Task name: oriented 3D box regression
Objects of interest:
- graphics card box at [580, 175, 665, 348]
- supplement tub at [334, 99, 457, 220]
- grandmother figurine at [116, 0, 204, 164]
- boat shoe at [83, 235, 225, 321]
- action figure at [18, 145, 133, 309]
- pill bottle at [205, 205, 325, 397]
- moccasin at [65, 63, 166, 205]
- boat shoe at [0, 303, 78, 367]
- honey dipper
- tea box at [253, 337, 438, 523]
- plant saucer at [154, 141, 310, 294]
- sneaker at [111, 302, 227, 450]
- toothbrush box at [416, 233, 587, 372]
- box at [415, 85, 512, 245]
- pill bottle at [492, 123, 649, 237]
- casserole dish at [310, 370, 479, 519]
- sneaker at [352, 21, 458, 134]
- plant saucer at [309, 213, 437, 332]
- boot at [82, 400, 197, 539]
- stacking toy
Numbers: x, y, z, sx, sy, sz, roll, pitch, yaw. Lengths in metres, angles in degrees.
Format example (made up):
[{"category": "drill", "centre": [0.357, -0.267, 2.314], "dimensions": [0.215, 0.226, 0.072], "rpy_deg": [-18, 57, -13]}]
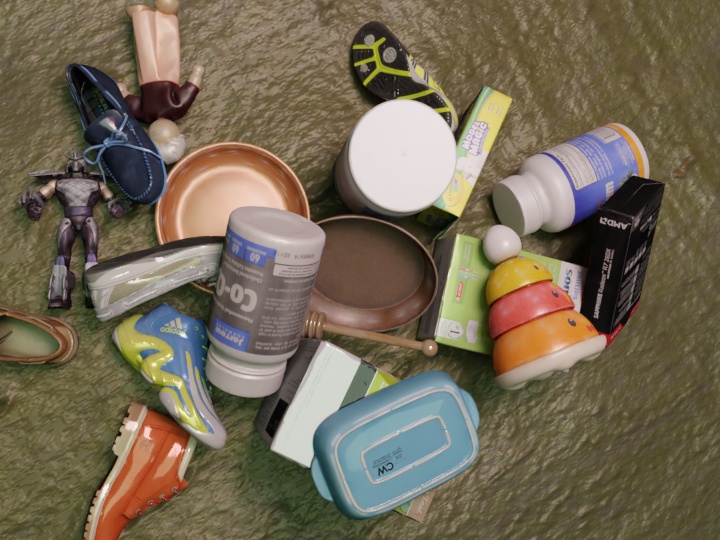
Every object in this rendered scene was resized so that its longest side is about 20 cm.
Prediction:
[{"category": "graphics card box", "centre": [0.351, -0.013, 0.978], "dimensions": [0.125, 0.051, 0.202], "rpy_deg": [-35, 136, -41]}, {"category": "supplement tub", "centre": [0.037, -0.129, 0.904], "dimensions": [0.130, 0.200, 0.134], "rpy_deg": [0, 91, -6]}, {"category": "grandmother figurine", "centre": [-0.258, -0.233, 0.917], "dimensions": [0.120, 0.060, 0.202], "rpy_deg": [-10, 85, 19]}, {"category": "boat shoe", "centre": [-0.222, 0.003, 0.867], "dimensions": [0.200, 0.074, 0.065], "rpy_deg": [-18, 108, -28]}, {"category": "action figure", "centre": [-0.344, -0.055, 0.885], "dimensions": [0.129, 0.069, 0.202], "rpy_deg": [-3, 84, -8]}, {"category": "pill bottle", "centre": [-0.117, 0.037, 0.843], "dimensions": [0.113, 0.114, 0.202], "rpy_deg": [11, 109, -12]}, {"category": "moccasin", "centre": [-0.306, -0.163, 0.871], "dimensions": [0.080, 0.068, 0.201], "rpy_deg": [-40, 72, 9]}, {"category": "boat shoe", "centre": [-0.438, 0.070, 0.851], "dimensions": [0.198, 0.074, 0.077], "rpy_deg": [8, 85, -13]}, {"category": "honey dipper", "centre": [0.002, 0.084, 0.940], "dimensions": [0.198, 0.038, 0.038], "rpy_deg": [12, 84, 7]}, {"category": "tea box", "centre": [-0.009, 0.183, 0.880], "dimensions": [0.196, 0.200, 0.135], "rpy_deg": [29, 80, -11]}, {"category": "plant saucer", "centre": [-0.165, -0.065, 0.943], "dimensions": [0.198, 0.037, 0.203], "rpy_deg": [1, 86, -12]}, {"category": "sneaker", "centre": [-0.210, 0.119, 0.889], "dimensions": [0.105, 0.076, 0.200], "rpy_deg": [-41, 83, -18]}, {"category": "toothbrush box", "centre": [0.193, 0.046, 0.994], "dimensions": [0.198, 0.086, 0.147], "rpy_deg": [13, 84, -11]}, {"category": "box", "centre": [0.131, -0.134, 0.974], "dimensions": [0.048, 0.117, 0.202], "rpy_deg": [23, 82, -3]}, {"category": "pill bottle", "centre": [0.290, -0.121, 1.014], "dimensions": [0.198, 0.112, 0.113], "rpy_deg": [-25, 92, -13]}, {"category": "casserole dish", "centre": [0.044, 0.187, 0.771], "dimensions": [0.198, 0.039, 0.122], "rpy_deg": [-22, 92, -13]}, {"category": "sneaker", "centre": [0.060, -0.254, 0.996], "dimensions": [0.075, 0.076, 0.201], "rpy_deg": [-38, 78, 21]}, {"category": "plant saucer", "centre": [0.000, 0.000, 0.921], "dimensions": [0.198, 0.201, 0.035], "rpy_deg": [20, 43, -11]}, {"category": "boot", "centre": [-0.270, 0.274, 0.882], "dimensions": [0.106, 0.075, 0.202], "rpy_deg": [24, 80, -16]}, {"category": "stacking toy", "centre": [0.202, 0.035, 0.903], "dimensions": [0.145, 0.146, 0.202], "rpy_deg": [-18, 77, -13]}]
